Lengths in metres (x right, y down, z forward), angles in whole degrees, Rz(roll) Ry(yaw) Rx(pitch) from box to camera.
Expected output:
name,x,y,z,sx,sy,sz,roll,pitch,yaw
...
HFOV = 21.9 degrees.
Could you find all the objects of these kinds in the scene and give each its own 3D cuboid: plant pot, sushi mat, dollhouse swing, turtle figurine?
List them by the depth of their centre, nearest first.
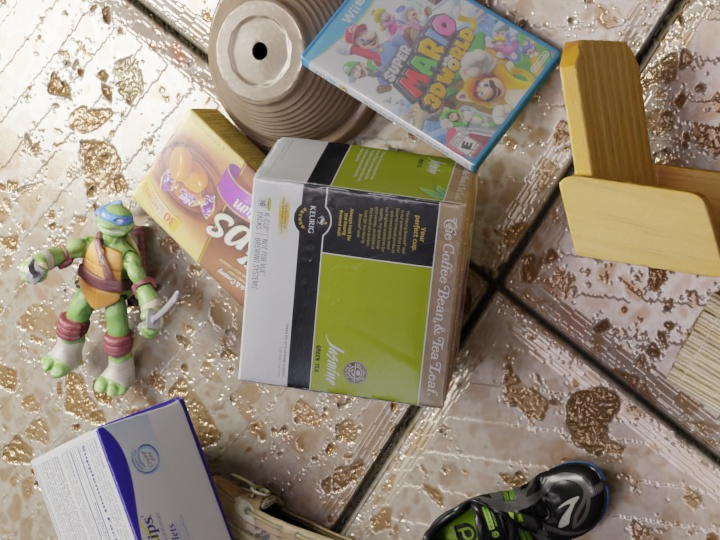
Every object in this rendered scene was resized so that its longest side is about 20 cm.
name,x,y,z,sx,sy,sz,roll,pitch,yaw
dollhouse swing,0.270,-0.100,1.586,0.181,0.200,0.177,9,99,26
sushi mat,0.375,0.107,1.660,0.199,0.012,0.096,31,109,21
plant pot,-0.075,-0.213,1.811,0.200,0.093,0.202,3,98,26
turtle figurine,-0.277,0.041,1.899,0.200,0.143,0.195,-114,30,-53

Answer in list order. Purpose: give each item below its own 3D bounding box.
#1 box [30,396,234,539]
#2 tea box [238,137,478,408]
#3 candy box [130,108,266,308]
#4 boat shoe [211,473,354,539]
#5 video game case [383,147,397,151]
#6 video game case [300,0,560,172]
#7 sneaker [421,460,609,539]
name,x,y,z,sx,sy,sz,roll,pitch,yaw
box,-0.230,0.246,1.890,0.200,0.105,0.185,-27,83,58
tea box,0.000,0.000,1.712,0.196,0.134,0.201,9,111,6
candy box,-0.120,-0.053,1.847,0.200,0.056,0.117,45,111,17
boat shoe,-0.077,0.257,1.880,0.199,0.073,0.063,31,101,16
video game case,-0.021,-0.002,1.846,0.199,0.022,0.183,-22,85,28
video game case,0.065,-0.197,1.732,0.200,0.018,0.143,33,74,16
sneaker,0.145,0.236,1.752,0.199,0.083,0.071,-23,85,27
